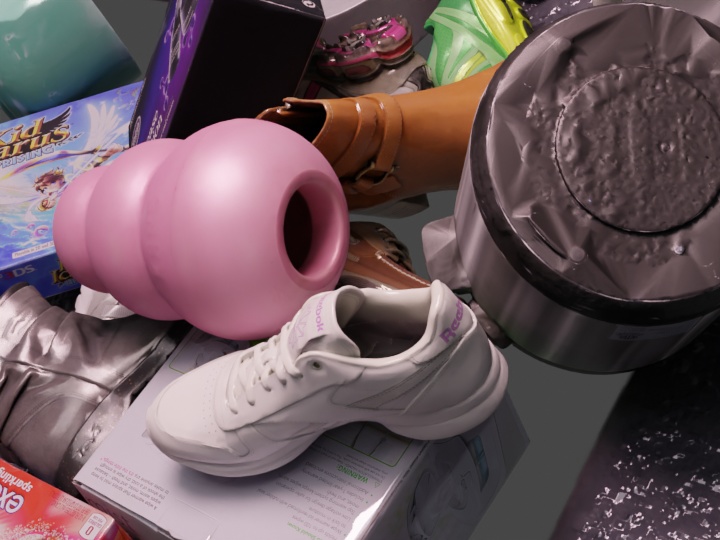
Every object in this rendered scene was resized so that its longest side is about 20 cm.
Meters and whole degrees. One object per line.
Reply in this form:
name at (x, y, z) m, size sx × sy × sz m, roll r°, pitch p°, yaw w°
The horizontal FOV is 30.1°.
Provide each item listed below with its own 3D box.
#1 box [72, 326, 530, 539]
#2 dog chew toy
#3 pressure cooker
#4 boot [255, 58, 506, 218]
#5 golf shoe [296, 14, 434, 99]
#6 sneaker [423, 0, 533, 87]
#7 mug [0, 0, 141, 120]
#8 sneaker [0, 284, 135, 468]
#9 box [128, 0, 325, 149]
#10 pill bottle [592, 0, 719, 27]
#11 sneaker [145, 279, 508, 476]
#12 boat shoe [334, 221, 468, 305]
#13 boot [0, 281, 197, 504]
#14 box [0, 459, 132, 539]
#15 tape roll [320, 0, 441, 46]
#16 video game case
box at (-0.035, 0.110, 0.780) m, size 0.198 × 0.097 × 0.177 m, roll 17°, pitch 61°, yaw 38°
dog chew toy at (-0.104, -0.024, 0.792) m, size 0.198 × 0.125 × 0.125 m, roll 2°, pitch 51°, yaw 36°
pressure cooker at (0.136, -0.033, 0.753) m, size 0.175 × 0.200 × 0.180 m, roll 32°, pitch 77°, yaw 9°
boot at (0.028, -0.096, 0.844) m, size 0.199 × 0.154 × 0.078 m, roll -22°, pitch 69°, yaw 37°
golf shoe at (-0.026, -0.129, 1.004) m, size 0.199 × 0.093 × 0.073 m, roll 4°, pitch 37°, yaw 50°
sneaker at (0.095, -0.132, 0.967) m, size 0.083 × 0.074 × 0.202 m, roll -41°, pitch 41°, yaw 28°
mug at (-0.275, -0.189, 1.164) m, size 0.114 × 0.185 × 0.152 m, roll -38°, pitch 68°, yaw -6°
sneaker at (-0.164, 0.060, 0.927) m, size 0.081 × 0.075 × 0.201 m, roll 23°, pitch 73°, yaw 28°
box at (-0.098, -0.132, 0.917) m, size 0.078 × 0.201 × 0.142 m, roll 13°, pitch 35°, yaw -18°
pill bottle at (0.227, -0.262, 0.966) m, size 0.118 × 0.120 × 0.202 m, roll -8°, pitch 46°, yaw 21°
sneaker at (-0.028, 0.047, 0.695) m, size 0.198 × 0.100 × 0.076 m, roll -14°, pitch 47°, yaw 16°
boat shoe at (0.000, 0.000, 0.881) m, size 0.199 × 0.076 × 0.072 m, roll 21°, pitch 60°, yaw 38°
boot at (-0.172, 0.039, 0.862) m, size 0.131 × 0.070 × 0.201 m, roll 30°, pitch 64°, yaw 17°
box at (-0.217, 0.181, 0.813) m, size 0.198 × 0.096 × 0.100 m, roll 17°, pitch 61°, yaw 38°
tape roll at (-0.020, -0.246, 1.123) m, size 0.198 × 0.066 × 0.202 m, roll -16°, pitch 44°, yaw 16°
video game case at (-0.219, -0.065, 1.054) m, size 0.198 × 0.046 × 0.182 m, roll -17°, pitch 43°, yaw -2°
